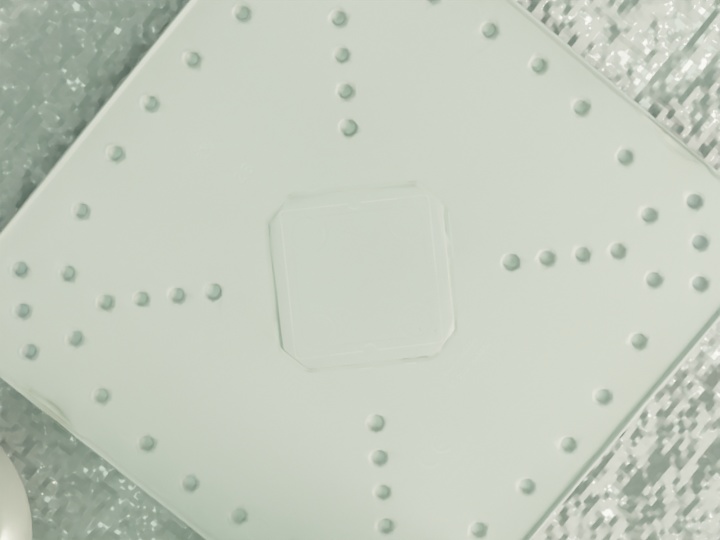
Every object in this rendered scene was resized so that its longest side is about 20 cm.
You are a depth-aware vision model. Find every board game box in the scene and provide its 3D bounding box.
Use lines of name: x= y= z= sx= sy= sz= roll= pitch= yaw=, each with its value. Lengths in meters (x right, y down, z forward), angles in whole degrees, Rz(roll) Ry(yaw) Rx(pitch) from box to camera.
board game box: x=0.000 y=0.000 z=0.962 sx=0.200 sy=0.026 sz=0.200 roll=39 pitch=97 yaw=-9

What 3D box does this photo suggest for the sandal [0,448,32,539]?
sandal: x=-0.187 y=0.120 z=0.940 sx=0.203 sy=0.050 sz=0.083 roll=-46 pitch=59 yaw=18
